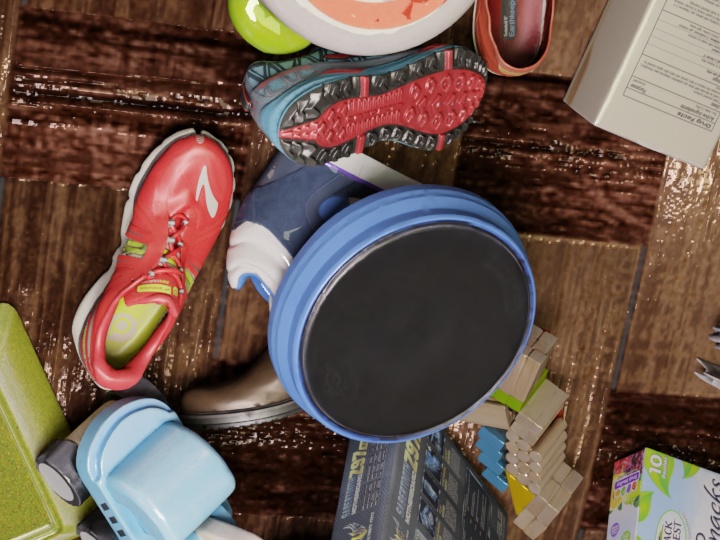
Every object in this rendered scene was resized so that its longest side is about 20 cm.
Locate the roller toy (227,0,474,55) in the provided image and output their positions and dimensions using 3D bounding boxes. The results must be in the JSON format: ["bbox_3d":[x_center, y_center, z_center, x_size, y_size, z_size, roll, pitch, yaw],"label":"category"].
[{"bbox_3d":[-0.002,-0.245,1.336,0.182,0.140,0.201,-10,111,-12],"label":"roller toy"}]

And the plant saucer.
[{"bbox_3d":[-0.307,0.152,1.452,0.199,0.048,0.201,-23,114,-6],"label":"plant saucer"}]

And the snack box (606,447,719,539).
[{"bbox_3d":[0.292,0.242,1.599,0.199,0.053,0.143,21,60,-20],"label":"snack box"}]

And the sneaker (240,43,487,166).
[{"bbox_3d":[0.003,-0.135,1.411,0.199,0.095,0.080,-10,126,-39],"label":"sneaker"}]

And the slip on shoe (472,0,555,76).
[{"bbox_3d":[0.111,-0.233,1.414,0.074,0.061,0.201,-4,109,-11],"label":"slip on shoe"}]

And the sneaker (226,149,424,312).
[{"bbox_3d":[0.000,0.000,1.444,0.199,0.081,0.147,28,85,-13],"label":"sneaker"}]

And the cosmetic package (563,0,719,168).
[{"bbox_3d":[0.241,-0.188,1.458,0.105,0.071,0.201,21,103,-21],"label":"cosmetic package"}]

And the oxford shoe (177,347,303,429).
[{"bbox_3d":[-0.048,0.062,1.485,0.199,0.073,0.085,-21,96,-8],"label":"oxford shoe"}]

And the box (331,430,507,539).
[{"bbox_3d":[0.046,0.203,1.481,0.051,0.200,0.158,-25,118,22],"label":"box"}]

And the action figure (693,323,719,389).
[{"bbox_3d":[0.344,0.043,1.574,0.130,0.069,0.201,13,109,-24],"label":"action figure"}]

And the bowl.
[{"bbox_3d":[0.034,0.035,1.409,0.200,0.039,0.201,-12,125,-19],"label":"bowl"}]

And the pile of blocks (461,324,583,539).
[{"bbox_3d":[0.126,0.112,1.555,0.062,0.082,0.201,-45,136,-43],"label":"pile of blocks"}]

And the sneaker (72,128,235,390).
[{"bbox_3d":[-0.140,-0.002,1.419,0.077,0.085,0.201,19,104,-21],"label":"sneaker"}]

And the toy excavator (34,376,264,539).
[{"bbox_3d":[-0.113,0.182,1.415,0.100,0.200,0.195,-41,117,-27],"label":"toy excavator"}]
